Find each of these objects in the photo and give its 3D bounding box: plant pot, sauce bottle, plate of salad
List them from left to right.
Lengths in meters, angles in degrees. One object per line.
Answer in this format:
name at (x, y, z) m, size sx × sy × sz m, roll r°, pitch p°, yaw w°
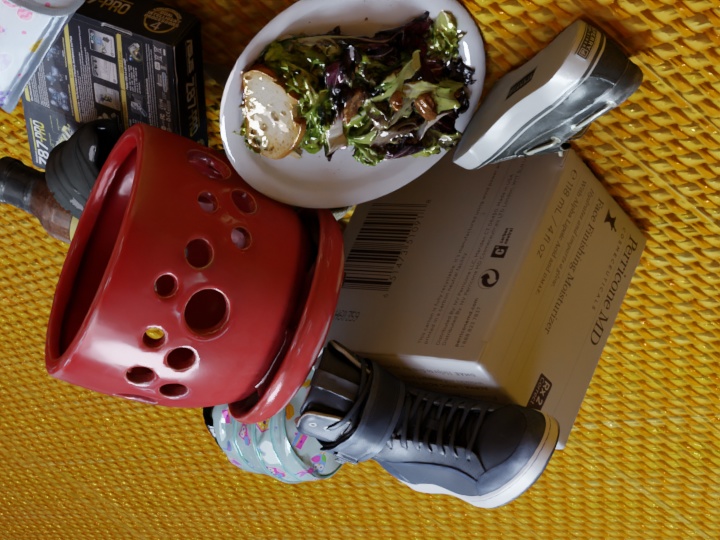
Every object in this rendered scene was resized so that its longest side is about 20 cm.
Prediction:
sauce bottle at (-0.229, -0.048, 1.761) m, size 0.200 × 0.066 × 0.066 m, roll 24°, pitch 159°, yaw 19°
plant pot at (-0.121, 0.013, 1.533) m, size 0.182 × 0.201 × 0.200 m, roll 21°, pitch 159°, yaw -15°
plate of salad at (-0.001, -0.117, 1.446) m, size 0.200 × 0.200 × 0.048 m, roll 48°, pitch -170°, yaw -44°

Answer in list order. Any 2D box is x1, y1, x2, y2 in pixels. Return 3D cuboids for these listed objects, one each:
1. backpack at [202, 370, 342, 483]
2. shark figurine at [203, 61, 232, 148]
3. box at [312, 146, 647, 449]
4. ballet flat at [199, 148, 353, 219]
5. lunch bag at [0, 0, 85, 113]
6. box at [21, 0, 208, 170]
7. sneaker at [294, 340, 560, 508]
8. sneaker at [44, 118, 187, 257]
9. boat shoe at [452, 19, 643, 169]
backpack at (-0.057, 0.100, 1.928) m, size 0.126 × 0.200 × 0.167 m, roll 4°, pitch 149°, yaw 48°
shark figurine at (-0.054, -0.150, 1.577) m, size 0.214 × 0.128 × 0.090 m, roll -141°, pitch 28°, yaw -74°
box at (0.085, 0.018, 1.604) m, size 0.200 × 0.199 × 0.131 m, roll 3°, pitch 149°, yaw 42°
ballet flat at (-0.065, -0.072, 1.684) m, size 0.075 × 0.068 × 0.200 m, roll -24°, pitch 164°, yaw 28°
lunch bag at (-0.278, -0.241, 1.496) m, size 0.169 × 0.127 × 0.200 m, roll 30°, pitch 130°, yaw -15°
box at (-0.204, -0.143, 1.673) m, size 0.161 × 0.049 × 0.200 m, roll 19°, pitch 140°, yaw 18°
sneaker at (0.039, 0.109, 1.492) m, size 0.146 × 0.077 × 0.202 m, roll 34°, pitch 157°, yaw -25°
sneaker at (-0.164, -0.043, 1.650) m, size 0.200 × 0.076 × 0.091 m, roll 39°, pitch 144°, yaw -8°
boat shoe at (0.129, -0.109, 1.451) m, size 0.064 × 0.071 × 0.200 m, roll 32°, pitch 155°, yaw -12°
